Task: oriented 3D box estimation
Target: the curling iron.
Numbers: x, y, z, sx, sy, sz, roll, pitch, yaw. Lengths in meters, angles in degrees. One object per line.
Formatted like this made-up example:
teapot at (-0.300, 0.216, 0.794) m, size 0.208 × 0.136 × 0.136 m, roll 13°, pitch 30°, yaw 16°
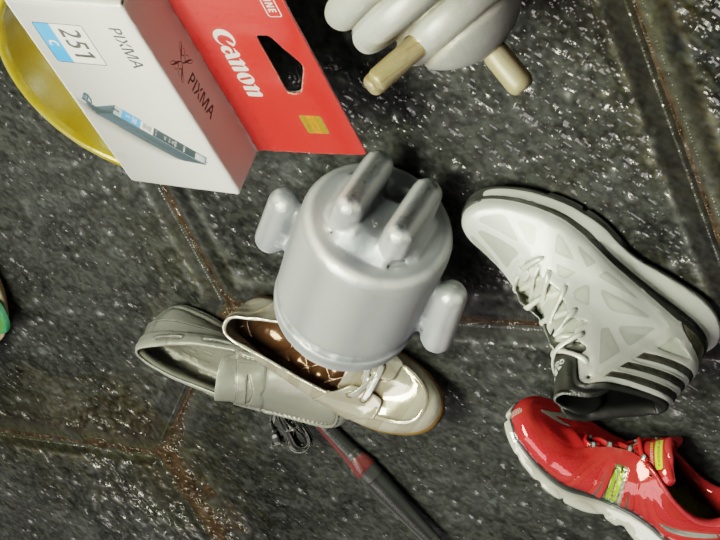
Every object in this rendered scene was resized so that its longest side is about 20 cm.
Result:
curling iron at (-0.003, 0.181, 1.603) m, size 0.200 × 0.026 × 0.050 m, roll 40°, pitch 108°, yaw -9°

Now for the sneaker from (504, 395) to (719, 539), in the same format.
sneaker at (0.205, 0.145, 1.366) m, size 0.200 × 0.077 × 0.085 m, roll 31°, pitch 133°, yaw -3°

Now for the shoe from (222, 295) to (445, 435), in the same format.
shoe at (-0.025, 0.080, 1.467) m, size 0.200 × 0.053 × 0.070 m, roll 25°, pitch 98°, yaw 21°

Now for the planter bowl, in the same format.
planter bowl at (-0.154, -0.166, 1.288) m, size 0.200 × 0.084 × 0.201 m, roll 17°, pitch 144°, yaw 13°

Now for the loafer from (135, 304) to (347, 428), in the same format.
loafer at (-0.100, 0.091, 1.545) m, size 0.200 × 0.070 × 0.070 m, roll 19°, pitch 126°, yaw 22°

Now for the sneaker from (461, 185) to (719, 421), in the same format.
sneaker at (0.141, 0.027, 1.236) m, size 0.200 × 0.115 × 0.076 m, roll 32°, pitch 144°, yaw 8°

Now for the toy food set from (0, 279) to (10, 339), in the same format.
toy food set at (-0.421, 0.009, 1.751) m, size 0.200 × 0.049 × 0.198 m, roll 11°, pitch 137°, yaw 31°

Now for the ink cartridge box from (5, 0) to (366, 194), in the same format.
ink cartridge box at (-0.111, -0.124, 1.177) m, size 0.176 × 0.045 × 0.200 m, roll 7°, pitch 150°, yaw 27°

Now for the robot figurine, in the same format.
robot figurine at (0.000, 0.000, 1.327) m, size 0.169 × 0.113 × 0.200 m, roll 34°, pitch 144°, yaw 7°

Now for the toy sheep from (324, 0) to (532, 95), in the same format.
toy sheep at (0.031, -0.182, 1.082) m, size 0.200 × 0.138 × 0.138 m, roll 50°, pitch 143°, yaw -7°
